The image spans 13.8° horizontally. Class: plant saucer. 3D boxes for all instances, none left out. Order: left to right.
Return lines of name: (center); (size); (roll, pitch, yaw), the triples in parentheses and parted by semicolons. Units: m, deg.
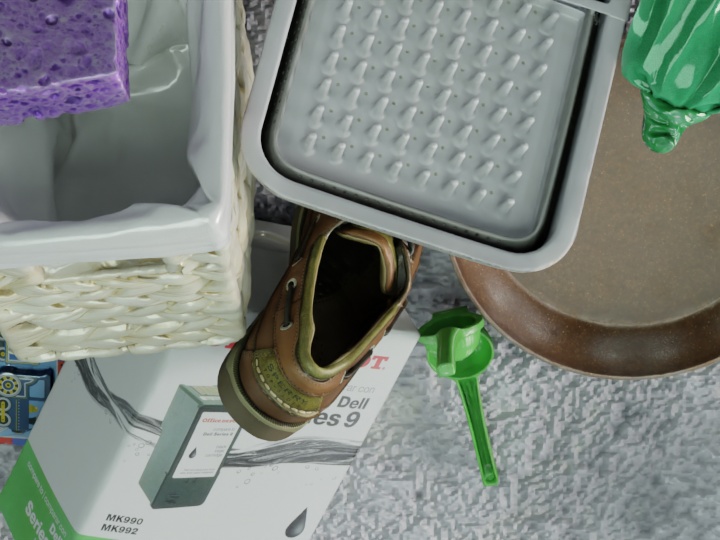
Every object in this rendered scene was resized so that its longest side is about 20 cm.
plant saucer: (0.142, -0.037, 1.539); (0.199, 0.035, 0.201); (1, 118, 2)

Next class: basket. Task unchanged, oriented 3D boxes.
basket: (-0.119, -0.067, 1.430); (0.135, 0.201, 0.124); (-5, 148, 7)

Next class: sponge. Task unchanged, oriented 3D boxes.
sponge: (-0.166, -0.160, 1.399); (0.111, 0.201, 0.030); (-8, 150, 8)

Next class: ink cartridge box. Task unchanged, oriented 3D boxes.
ink cartridge box: (-0.081, 0.077, 1.552); (0.145, 0.084, 0.201); (8, 123, -34)

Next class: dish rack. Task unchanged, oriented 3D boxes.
dish rack: (0.036, -0.101, 1.444); (0.171, 0.201, 0.044); (18, 158, -8)

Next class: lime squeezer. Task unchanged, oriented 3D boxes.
lime squeezer: (0.048, 0.052, 1.555); (0.037, 0.071, 0.200); (5, 161, 10)

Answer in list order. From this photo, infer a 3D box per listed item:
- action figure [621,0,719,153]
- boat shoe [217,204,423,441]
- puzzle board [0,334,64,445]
action figure: (0.181, -0.150, 1.447); (0.117, 0.055, 0.201); (21, 104, -8)
boat shoe: (0.000, 0.000, 1.467); (0.072, 0.201, 0.068); (36, 138, -14)
puzzle board: (-0.231, 0.005, 1.586); (0.150, 0.017, 0.201); (3, 118, 0)
